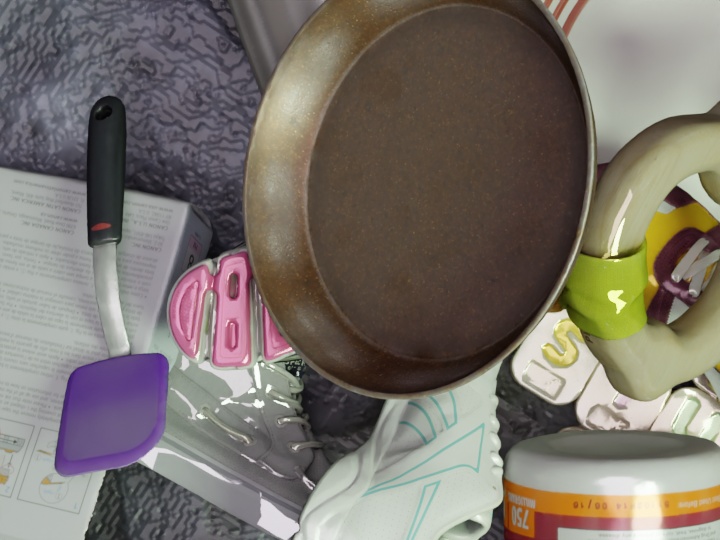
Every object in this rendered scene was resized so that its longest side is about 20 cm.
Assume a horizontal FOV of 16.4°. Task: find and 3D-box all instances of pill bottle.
[{"bbox_3d":[0.127,0.185,1.240,0.113,0.113,0.201,-1,94,3],"label":"pill bottle"}]

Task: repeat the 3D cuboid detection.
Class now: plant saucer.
[{"bbox_3d":[0.030,-0.041,1.127,0.200,0.034,0.201,-7,78,39],"label":"plant saucer"}]

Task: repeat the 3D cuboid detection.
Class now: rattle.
[{"bbox_3d":[0.145,-0.041,1.178,0.200,0.143,0.130,-50,115,-19],"label":"rattle"}]

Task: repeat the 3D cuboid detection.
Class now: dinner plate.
[{"bbox_3d":[0.166,-0.090,1.260,0.199,0.024,0.201,-3,102,-16],"label":"dinner plate"}]

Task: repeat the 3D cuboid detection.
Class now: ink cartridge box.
[{"bbox_3d":[-0.178,0.048,1.253,0.162,0.057,0.201,11,78,19],"label":"ink cartridge box"}]

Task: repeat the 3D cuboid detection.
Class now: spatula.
[{"bbox_3d":[-0.121,0.004,1.216,0.056,0.021,0.201,-10,67,16],"label":"spatula"}]

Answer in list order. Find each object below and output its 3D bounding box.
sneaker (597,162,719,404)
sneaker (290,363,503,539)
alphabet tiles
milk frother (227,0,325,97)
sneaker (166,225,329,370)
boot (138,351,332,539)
[{"bbox_3d":[0.185,0.018,1.215,0.200,0.090,0.075,42,70,-16],"label":"sneaker"},{"bbox_3d":[0.038,0.093,1.236,0.080,0.071,0.200,25,52,12],"label":"sneaker"},{"bbox_3d":[0.182,0.066,1.292,0.200,0.015,0.196,33,91,4],"label":"alphabet tiles"},{"bbox_3d":[0.016,-0.155,1.213,0.180,0.200,0.189,-21,89,-1],"label":"milk frother"},{"bbox_3d":[0.000,0.000,1.234,0.199,0.087,0.074,-16,94,-7],"label":"sneaker"},{"bbox_3d":[-0.046,0.079,1.276,0.200,0.074,0.096,28,86,0],"label":"boot"}]
